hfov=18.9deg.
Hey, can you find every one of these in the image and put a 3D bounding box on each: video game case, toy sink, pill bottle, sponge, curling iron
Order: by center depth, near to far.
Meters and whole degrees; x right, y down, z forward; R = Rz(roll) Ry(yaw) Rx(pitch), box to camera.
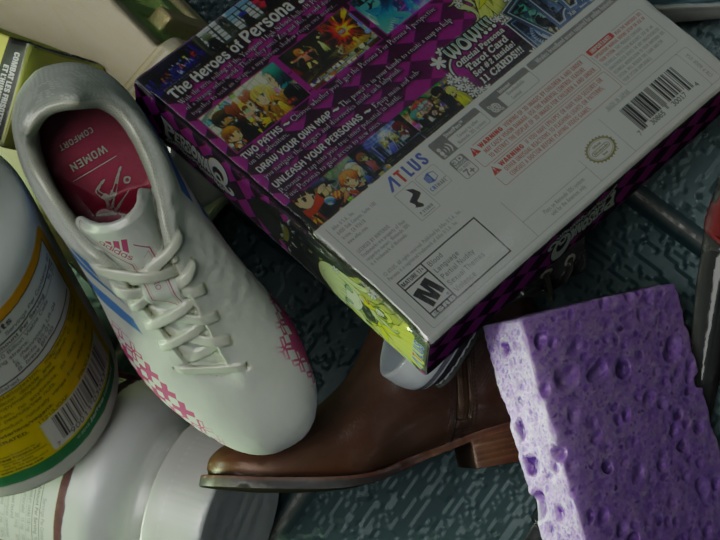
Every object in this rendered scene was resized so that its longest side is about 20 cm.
[{"bbox_3d":[0.034,-0.077,0.953,0.181,0.036,0.200,41,65,18],"label":"video game case"},{"bbox_3d":[-0.186,0.010,0.962,0.112,0.200,0.113,-6,57,9],"label":"pill bottle"},{"bbox_3d":[0.124,0.110,0.969,0.030,0.111,0.201,-17,86,44],"label":"sponge"},{"bbox_3d":[0.180,-0.018,1.006,0.049,0.026,0.200,18,94,18],"label":"curling iron"},{"bbox_3d":[-0.122,-0.086,1.071,0.112,0.130,0.200,-47,72,13],"label":"toy sink"},{"bbox_3d":[-0.148,0.099,1.083,0.200,0.110,0.110,15,93,20],"label":"pill bottle"}]

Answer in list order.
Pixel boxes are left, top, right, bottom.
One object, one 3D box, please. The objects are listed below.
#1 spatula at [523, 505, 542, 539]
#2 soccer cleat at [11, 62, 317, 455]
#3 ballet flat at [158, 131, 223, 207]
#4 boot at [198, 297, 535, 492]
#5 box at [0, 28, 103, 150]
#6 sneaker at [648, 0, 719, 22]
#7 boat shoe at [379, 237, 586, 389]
[{"bbox_3d":[0.077,0.129,0.996,0.056,0.021,0.200,27,64,17],"label":"spatula"},{"bbox_3d":[-0.087,0.003,0.925,0.070,0.086,0.200,-33,101,3],"label":"soccer cleat"},{"bbox_3d":[-0.031,-0.094,1.014,0.069,0.070,0.200,20,51,21],"label":"ballet flat"},{"bbox_3d":[0.000,0.000,1.023,0.186,0.064,0.201,-8,87,-21],"label":"boot"},{"bbox_3d":[-0.224,-0.105,1.003,0.200,0.075,0.050,20,95,19],"label":"box"},{"bbox_3d":[0.183,-0.156,0.975,0.200,0.082,0.074,-9,69,20],"label":"sneaker"},{"bbox_3d":[0.077,-0.022,0.995,0.066,0.070,0.200,34,63,-12],"label":"boat shoe"}]
